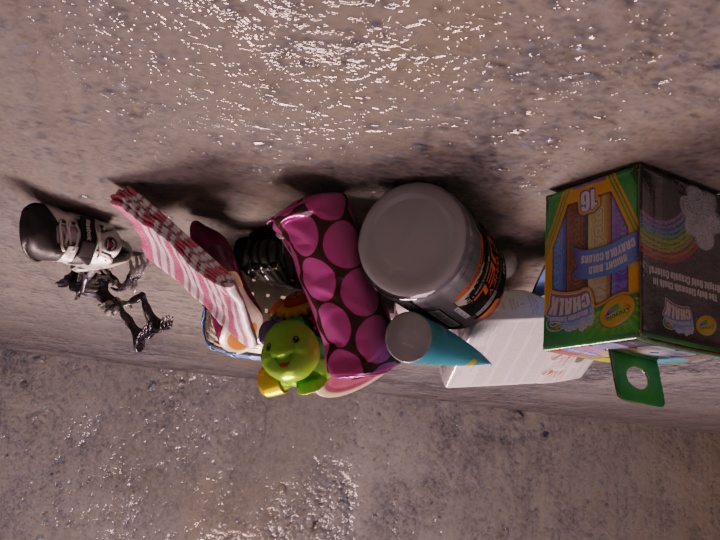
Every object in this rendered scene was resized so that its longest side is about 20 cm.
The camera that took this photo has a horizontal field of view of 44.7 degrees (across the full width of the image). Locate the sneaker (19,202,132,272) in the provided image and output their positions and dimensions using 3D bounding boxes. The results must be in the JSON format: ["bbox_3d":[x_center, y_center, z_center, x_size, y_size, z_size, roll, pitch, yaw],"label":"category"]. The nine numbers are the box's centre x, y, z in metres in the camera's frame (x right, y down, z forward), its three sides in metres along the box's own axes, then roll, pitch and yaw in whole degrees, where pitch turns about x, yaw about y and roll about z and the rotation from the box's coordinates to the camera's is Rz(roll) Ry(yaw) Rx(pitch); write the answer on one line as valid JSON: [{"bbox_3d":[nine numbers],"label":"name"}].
[{"bbox_3d":[-0.352,-0.042,1.102,0.087,0.076,0.200,-2,174,10],"label":"sneaker"}]

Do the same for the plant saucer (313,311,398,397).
[{"bbox_3d":[-0.007,0.111,1.213,0.198,0.051,0.202,-26,151,-15],"label":"plant saucer"}]

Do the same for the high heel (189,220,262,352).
[{"bbox_3d":[-0.179,0.026,1.127,0.067,0.096,0.201,-28,148,-11],"label":"high heel"}]

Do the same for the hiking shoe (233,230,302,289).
[{"bbox_3d":[-0.108,-0.013,1.098,0.099,0.077,0.200,5,168,-15],"label":"hiking shoe"}]

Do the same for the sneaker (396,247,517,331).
[{"bbox_3d":[0.126,0.034,1.106,0.075,0.090,0.199,-25,-178,-44],"label":"sneaker"}]

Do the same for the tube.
[{"bbox_3d":[0.085,0.082,0.962,0.077,0.051,0.199,26,-179,25],"label":"tube"}]

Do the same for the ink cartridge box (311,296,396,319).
[{"bbox_3d":[0.000,0.000,1.068,0.097,0.040,0.200,4,-160,2],"label":"ink cartridge box"}]

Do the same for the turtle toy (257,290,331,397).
[{"bbox_3d":[-0.063,0.083,1.038,0.143,0.103,0.200,-16,-163,13],"label":"turtle toy"}]

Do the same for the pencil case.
[{"bbox_3d":[-0.027,0.020,0.929,0.092,0.203,0.091,-19,-178,13],"label":"pencil case"}]

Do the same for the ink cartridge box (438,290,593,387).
[{"bbox_3d":[0.211,0.086,1.107,0.196,0.048,0.161,-3,143,-14],"label":"ink cartridge box"}]

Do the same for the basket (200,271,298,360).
[{"bbox_3d":[-0.147,0.063,1.284,0.173,0.142,0.201,8,156,-7],"label":"basket"}]

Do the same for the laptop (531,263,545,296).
[{"bbox_3d":[0.314,0.030,1.001,0.199,0.116,0.187,38,173,13],"label":"laptop"}]

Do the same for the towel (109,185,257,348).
[{"bbox_3d":[-0.198,0.001,0.997,0.199,0.030,0.147,39,160,24],"label":"towel"}]

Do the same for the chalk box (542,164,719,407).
[{"bbox_3d":[0.256,0.024,0.827,0.123,0.204,0.123,13,165,-30],"label":"chalk box"}]

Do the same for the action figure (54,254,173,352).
[{"bbox_3d":[-0.363,0.020,1.292,0.199,0.103,0.118,41,-152,13],"label":"action figure"}]

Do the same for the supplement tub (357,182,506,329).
[{"bbox_3d":[0.086,-0.007,0.940,0.120,0.125,0.200,0,166,23],"label":"supplement tub"}]
